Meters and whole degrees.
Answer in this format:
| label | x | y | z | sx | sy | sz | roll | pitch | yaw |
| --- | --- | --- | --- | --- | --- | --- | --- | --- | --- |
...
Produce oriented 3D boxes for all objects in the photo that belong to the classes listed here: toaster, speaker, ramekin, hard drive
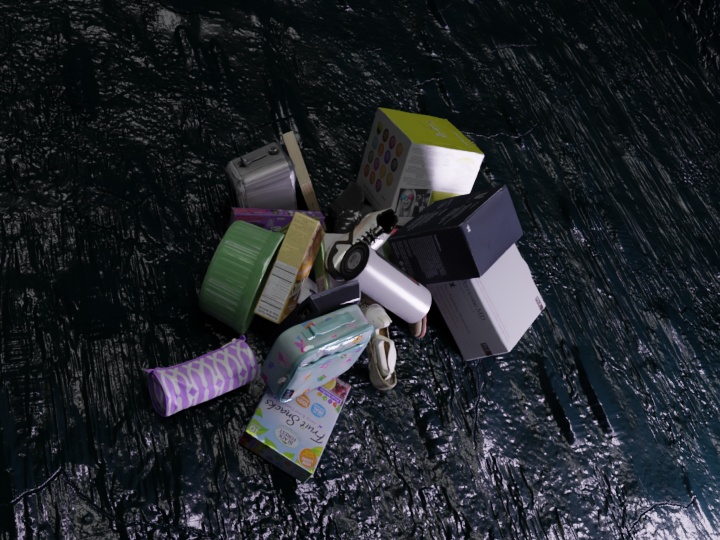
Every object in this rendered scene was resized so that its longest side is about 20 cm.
| label | x | y | z | sx | sy | sz | roll | pitch | yaw |
| --- | --- | --- | --- | --- | --- | --- | --- | --- | --- |
| toaster | -0.199 | -0.154 | 1.515 | 0.126 | 0.203 | 0.114 | -19 | 46 | -17 |
| speaker | 0.051 | 0.027 | 1.447 | 0.199 | 0.080 | 0.083 | 35 | 41 | -37 |
| ramekin | -0.221 | 0.007 | 1.374 | 0.096 | 0.202 | 0.202 | 23 | 48 | -2 |
| hard drive | -0.086 | 0.090 | 1.382 | 0.133 | 0.200 | 0.043 | -17 | 72 | -40 |

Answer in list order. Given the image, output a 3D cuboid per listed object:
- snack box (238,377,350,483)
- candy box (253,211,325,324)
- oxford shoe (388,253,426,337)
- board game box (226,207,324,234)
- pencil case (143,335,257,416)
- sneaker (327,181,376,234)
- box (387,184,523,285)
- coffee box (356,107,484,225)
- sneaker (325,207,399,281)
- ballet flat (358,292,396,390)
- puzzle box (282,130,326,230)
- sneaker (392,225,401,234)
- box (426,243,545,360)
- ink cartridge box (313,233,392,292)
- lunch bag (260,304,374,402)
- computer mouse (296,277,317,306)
| label | x | y | z | sx | sy | sz | roll | pitch | yaw |
| --- | --- | --- | --- | --- | --- | --- | --- | --- | --- |
| snack box | -0.115 | 0.257 | 1.344 | 0.140 | 0.053 | 0.202 | 32 | 46 | -4 |
| candy box | -0.132 | 0.001 | 1.411 | 0.054 | 0.115 | 0.204 | 21 | 84 | 6 |
| oxford shoe | 0.087 | 0.049 | 1.590 | 0.073 | 0.070 | 0.205 | -11 | 79 | -25 |
| board game box | -0.176 | -0.065 | 1.500 | 0.196 | 0.122 | 0.033 | 1 | 37 | -30 |
| pencil case | -0.271 | 0.181 | 1.287 | 0.197 | 0.083 | 0.088 | -20 | 104 | -39 |
| sneaker | -0.040 | -0.110 | 1.652 | 0.103 | 0.061 | 0.200 | 29 | 60 | 21 |
| box | 0.195 | -0.069 | 1.526 | 0.196 | 0.197 | 0.120 | -38 | 110 | -41 |
| coffee box | 0.131 | -0.234 | 1.705 | 0.195 | 0.202 | 0.201 | 4 | 31 | -27 |
| sneaker | 0.003 | -0.060 | 1.477 | 0.074 | 0.080 | 0.201 | 47 | 58 | -11 |
| ballet flat | 0.038 | 0.134 | 1.455 | 0.067 | 0.075 | 0.205 | -13 | 92 | -34 |
| puzzle box | -0.118 | -0.184 | 1.580 | 0.025 | 0.201 | 0.135 | -20 | 64 | -2 |
| sneaker | 0.047 | -0.074 | 1.639 | 0.072 | 0.088 | 0.201 | 4 | 37 | 32 |
| box | 0.276 | 0.053 | 1.621 | 0.199 | 0.129 | 0.202 | -38 | 103 | -42 |
| ink cartridge box | 0.000 | 0.000 | 1.529 | 0.196 | 0.048 | 0.149 | 0 | 74 | -33 |
| lunch bag | -0.075 | 0.144 | 1.306 | 0.198 | 0.161 | 0.078 | -21 | 65 | -42 |
| computer mouse | -0.111 | 0.046 | 1.507 | 0.196 | 0.044 | 0.111 | 26 | 49 | -11 |
